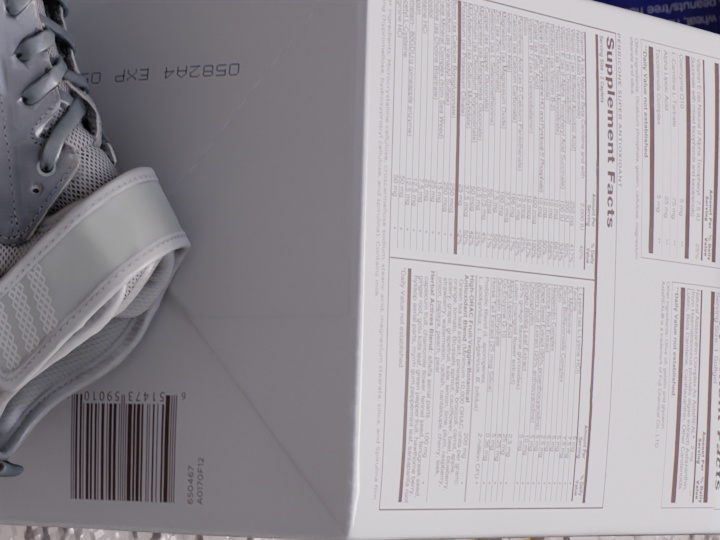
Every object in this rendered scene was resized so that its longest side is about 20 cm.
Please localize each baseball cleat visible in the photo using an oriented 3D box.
[{"bbox_3d":[-0.085,-0.048,0.708,0.070,0.106,0.201,-15,119,-72],"label":"baseball cleat"}]

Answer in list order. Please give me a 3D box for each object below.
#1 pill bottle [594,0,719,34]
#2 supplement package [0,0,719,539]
[{"bbox_3d":[0.100,-0.055,0.969,0.116,0.115,0.201,-16,102,-52],"label":"pill bottle"},{"bbox_3d":[0.000,0.000,0.800,0.200,0.151,0.151,6,84,-53],"label":"supplement package"}]
